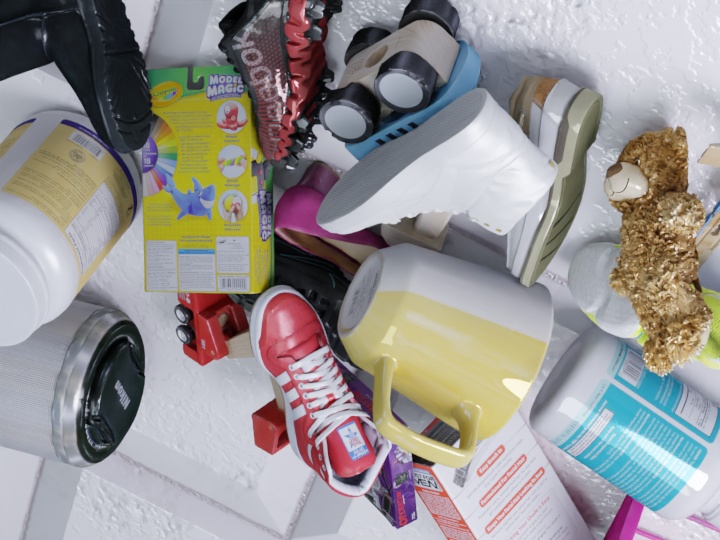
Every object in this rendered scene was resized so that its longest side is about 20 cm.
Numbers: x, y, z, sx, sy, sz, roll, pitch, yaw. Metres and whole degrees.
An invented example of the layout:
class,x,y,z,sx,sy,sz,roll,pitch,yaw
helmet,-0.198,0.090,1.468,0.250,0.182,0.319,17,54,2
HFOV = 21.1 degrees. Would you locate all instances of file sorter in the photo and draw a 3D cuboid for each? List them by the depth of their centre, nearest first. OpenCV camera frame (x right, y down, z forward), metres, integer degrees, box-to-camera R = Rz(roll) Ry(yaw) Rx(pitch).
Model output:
class,x,y,z,sx,sy,sz,roll,pitch,yaw
file sorter,0.278,0.302,1.815,0.125,0.139,0.200,23,133,5

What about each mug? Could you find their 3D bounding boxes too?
class,x,y,z,sx,sy,sz,roll,pitch,yaw
mug,0.068,0.057,1.667,0.153,0.187,0.150,25,108,-16

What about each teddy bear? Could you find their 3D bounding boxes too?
class,x,y,z,sx,sy,sz,roll,pitch,yaw
teddy bear,0.235,-0.014,1.552,0.067,0.145,0.201,-5,94,-7

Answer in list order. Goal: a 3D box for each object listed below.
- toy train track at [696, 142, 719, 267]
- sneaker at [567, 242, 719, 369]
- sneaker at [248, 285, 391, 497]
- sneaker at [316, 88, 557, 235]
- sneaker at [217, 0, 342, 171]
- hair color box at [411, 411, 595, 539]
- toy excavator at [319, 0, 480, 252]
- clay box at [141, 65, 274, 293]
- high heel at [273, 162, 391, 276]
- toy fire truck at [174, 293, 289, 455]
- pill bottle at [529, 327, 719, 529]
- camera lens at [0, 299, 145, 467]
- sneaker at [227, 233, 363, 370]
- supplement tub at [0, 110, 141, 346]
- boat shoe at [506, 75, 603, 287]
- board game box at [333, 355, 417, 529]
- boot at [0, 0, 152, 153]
class,x,y,z,sx,sy,sz,roll,pitch,yaw
toy train track,0.308,-0.070,1.571,0.114,0.033,0.200,10,143,-16
sneaker,0.271,0.040,1.651,0.200,0.105,0.076,31,96,39
sneaker,-0.033,0.112,1.719,0.112,0.071,0.200,39,152,54
sneaker,0.065,-0.057,1.569,0.116,0.074,0.200,39,133,-26
sneaker,-0.074,-0.178,1.647,0.098,0.071,0.201,17,130,13
hair color box,0.131,0.220,1.832,0.064,0.111,0.200,6,133,54
toy excavator,0.050,-0.106,1.638,0.194,0.100,0.200,-25,121,40
clay box,-0.136,-0.080,1.727,0.115,0.048,0.201,1,92,26
high heel,0.000,0.000,1.736,0.200,0.096,0.067,43,132,-11
toy fire truck,-0.114,0.064,1.840,0.141,0.049,0.200,31,138,34
pill bottle,0.258,0.147,1.718,0.200,0.111,0.111,35,133,-2
camera lens,-0.326,0.101,1.934,0.200,0.160,0.160,13,131,17
sneaker,-0.026,0.022,1.782,0.200,0.079,0.075,29,129,-3
supplement tub,-0.304,-0.039,1.782,0.145,0.200,0.146,14,131,16
boat shoe,0.148,-0.078,1.624,0.068,0.075,0.200,26,130,17
board game box,-0.015,0.143,1.831,0.200,0.032,0.120,41,143,45
boot,-0.281,-0.190,1.713,0.162,0.073,0.199,-10,101,25
